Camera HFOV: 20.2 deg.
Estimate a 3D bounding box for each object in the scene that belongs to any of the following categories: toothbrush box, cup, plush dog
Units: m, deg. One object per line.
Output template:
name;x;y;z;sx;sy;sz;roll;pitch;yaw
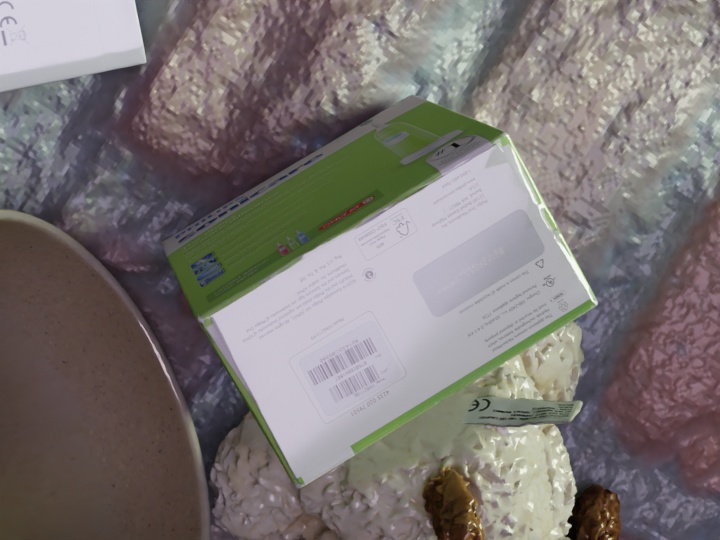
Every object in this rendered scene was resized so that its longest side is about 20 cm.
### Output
toothbrush box;0.000;0.000;0.892;0.145;0.200;0.086;-31;104;-4
cup;-0.181;0.092;0.896;0.143;0.200;0.201;-23;104;22
plush dog;0.050;0.133;0.964;0.199;0.161;0.172;-28;126;-5

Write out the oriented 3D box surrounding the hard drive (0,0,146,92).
hard drive;-0.208;-0.141;0.920;0.199;0.025;0.133;-12;101;-8
